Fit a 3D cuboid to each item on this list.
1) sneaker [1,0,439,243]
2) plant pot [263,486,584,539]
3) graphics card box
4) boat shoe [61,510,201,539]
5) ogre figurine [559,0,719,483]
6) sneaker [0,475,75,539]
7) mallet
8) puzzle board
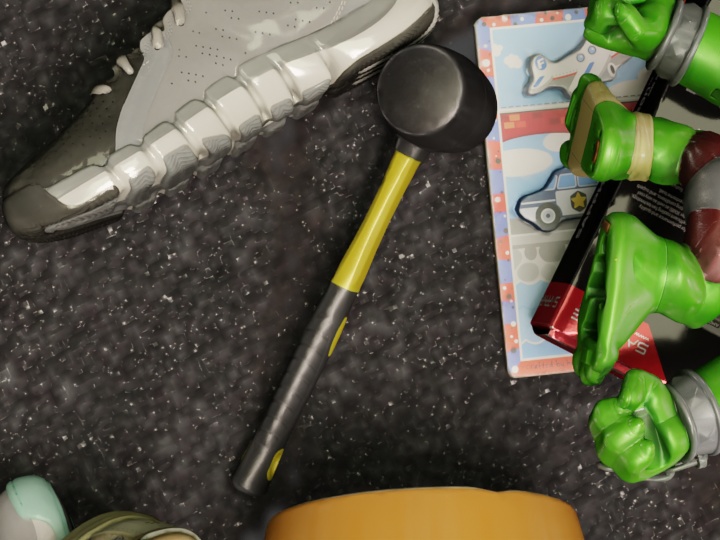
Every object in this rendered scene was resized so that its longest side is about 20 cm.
[{"bbox_3d":[-0.076,-0.100,1.029,0.199,0.075,0.116,-30,87,-16],"label":"sneaker"},{"bbox_3d":[0.027,0.185,0.980,0.198,0.200,0.185,-1,74,-6],"label":"plant pot"},{"bbox_3d":[0.168,-0.037,1.044,0.125,0.051,0.201,26,89,-5],"label":"graphics card box"},{"bbox_3d":[-0.135,0.165,0.929,0.073,0.063,0.200,43,73,-10],"label":"boat shoe"},{"bbox_3d":[0.142,-0.015,0.963,0.119,0.099,0.201,7,45,-10],"label":"ogre figurine"},{"bbox_3d":[-0.168,0.187,1.005,0.139,0.078,0.202,-6,89,-7],"label":"sneaker"},{"bbox_3d":[0.000,0.000,1.051,0.041,0.066,0.201,28,102,16],"label":"mallet"},{"bbox_3d":[0.152,-0.040,1.075,0.198,0.017,0.152,-6,89,-6],"label":"puzzle board"}]
